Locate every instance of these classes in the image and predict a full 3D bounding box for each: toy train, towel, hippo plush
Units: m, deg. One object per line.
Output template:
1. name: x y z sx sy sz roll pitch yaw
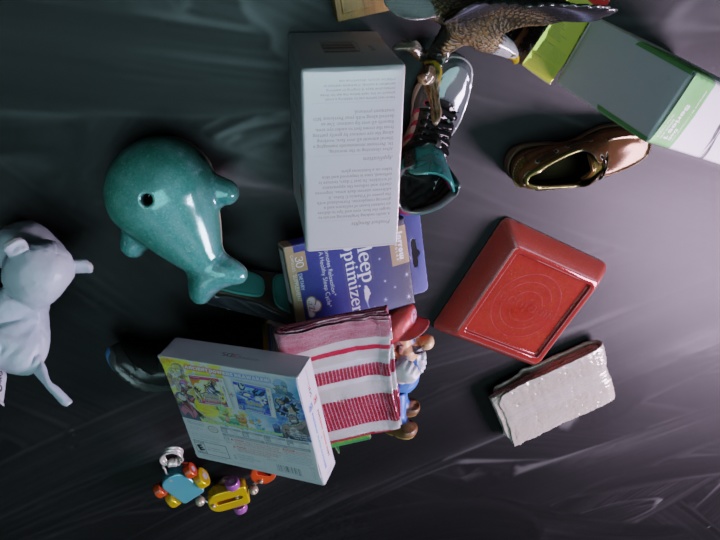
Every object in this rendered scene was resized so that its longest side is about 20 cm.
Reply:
1. toy train: -0.215 0.303 1.067 0.198 0.056 0.151 10 117 -21
2. towel: 0.312 0.201 1.125 0.199 0.035 0.133 -25 124 2
3. towel: -0.023 0.142 0.881 0.143 0.023 0.201 -11 122 -6
4. hippo plush: -0.407 0.027 0.788 0.159 0.200 0.162 12 112 -43

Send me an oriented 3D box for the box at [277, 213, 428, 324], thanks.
1. box: 0.000 0.000 0.901 0.199 0.032 0.122 -16 110 -19

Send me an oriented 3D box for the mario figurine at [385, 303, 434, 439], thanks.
1. mario figurine: 0.072 0.137 0.974 0.105 0.123 0.202 -16 120 -23

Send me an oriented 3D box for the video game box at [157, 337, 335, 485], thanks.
1. video game box: -0.142 0.178 0.881 0.198 0.047 0.183 5 127 22

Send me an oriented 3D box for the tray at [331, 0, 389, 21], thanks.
1. tray: 0.003 -0.371 0.712 0.098 0.037 0.201 -14 122 -3

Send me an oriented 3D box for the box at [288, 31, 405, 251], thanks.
1. box: -0.020 -0.147 0.773 0.105 0.153 0.201 -5 123 -9

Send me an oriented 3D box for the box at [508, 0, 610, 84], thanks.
1. box: 0.244 -0.314 0.774 0.050 0.075 0.201 25 112 -24

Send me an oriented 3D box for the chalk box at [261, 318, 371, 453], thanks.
1. chalk box: -0.060 0.169 0.974 0.123 0.125 0.201 -11 121 -5

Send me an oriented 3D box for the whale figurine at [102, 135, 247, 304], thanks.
1. whale figurine: -0.210 -0.055 0.793 0.158 0.104 0.201 -26 101 5

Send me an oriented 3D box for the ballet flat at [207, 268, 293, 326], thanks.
1. ballet flat: -0.130 0.036 0.919 0.199 0.073 0.073 16 117 -27

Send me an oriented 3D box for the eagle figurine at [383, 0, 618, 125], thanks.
1. eagle figurine: 0.140 -0.266 0.714 0.199 0.151 0.153 -32 81 33

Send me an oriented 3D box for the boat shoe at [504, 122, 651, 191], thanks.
1. boat shoe: 0.290 -0.137 0.894 0.198 0.068 0.072 -14 121 -4

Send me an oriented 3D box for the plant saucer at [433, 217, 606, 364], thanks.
1. plant saucer: 0.239 0.046 1.014 0.198 0.037 0.201 21 114 -23

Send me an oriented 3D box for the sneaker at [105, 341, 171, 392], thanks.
1. sneaker: -0.246 0.127 0.949 0.199 0.073 0.082 24 105 -33

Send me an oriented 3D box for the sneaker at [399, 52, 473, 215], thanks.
1. sneaker: 0.084 -0.147 0.813 0.083 0.121 0.201 15 116 -20

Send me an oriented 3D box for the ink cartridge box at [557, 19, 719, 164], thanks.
1. ink cartridge box: 0.347 -0.198 0.787 0.199 0.146 0.085 4 125 -39
